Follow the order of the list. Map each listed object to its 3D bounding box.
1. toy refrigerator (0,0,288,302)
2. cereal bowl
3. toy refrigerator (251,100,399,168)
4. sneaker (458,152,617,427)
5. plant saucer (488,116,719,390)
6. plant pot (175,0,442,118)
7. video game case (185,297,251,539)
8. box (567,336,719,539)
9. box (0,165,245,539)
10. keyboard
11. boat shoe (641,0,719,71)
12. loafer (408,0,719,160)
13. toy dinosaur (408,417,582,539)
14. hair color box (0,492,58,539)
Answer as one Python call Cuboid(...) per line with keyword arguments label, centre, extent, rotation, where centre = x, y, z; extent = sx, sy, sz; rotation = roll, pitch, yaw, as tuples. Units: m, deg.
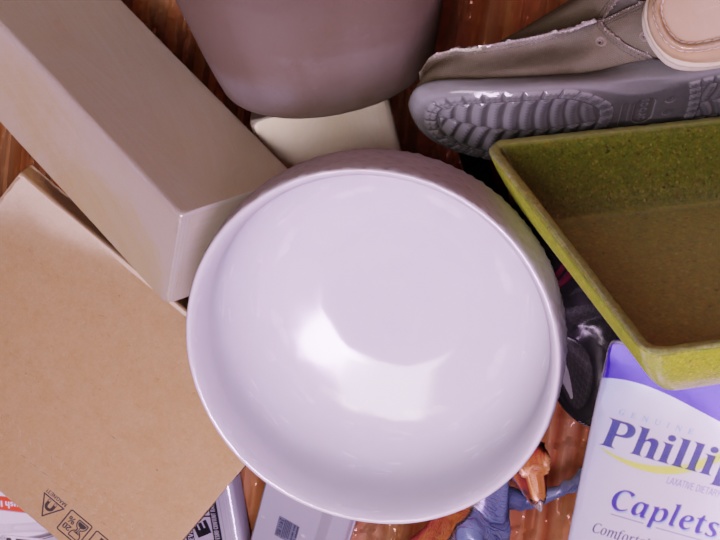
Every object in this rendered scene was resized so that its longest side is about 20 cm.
Cuboid(label="toy refrigerator", centre=(-0.126, -0.072, 1.531), extent=(0.200, 0.076, 0.070), rotation=(45, 140, 33))
Cuboid(label="cereal bowl", centre=(0.013, 0.026, 1.463), extent=(0.200, 0.083, 0.200), rotation=(4, 113, 10))
Cuboid(label="toy refrigerator", centre=(0.000, 0.000, 1.554), extent=(0.076, 0.070, 0.200), rotation=(-14, 101, 2))
Cuboid(label="sneaker", centre=(0.092, -0.004, 1.517), extent=(0.077, 0.084, 0.200), rotation=(-17, 95, 50))
Cuboid(label="plant saucer", centre=(0.187, -0.006, 1.400), extent=(0.199, 0.200, 0.048), rotation=(-7, 124, -19))
Cuboid(label="plant pot", centre=(-0.029, -0.182, 1.474), extent=(0.200, 0.200, 0.174), rotation=(0, 122, 19))
Cuboid(label="video game case", centre=(-0.165, 0.080, 1.671), extent=(0.182, 0.022, 0.200), rotation=(-4, 105, 19))
Cuboid(label="box", centre=(0.183, 0.113, 1.474), extent=(0.105, 0.184, 0.200), rotation=(15, 110, 15))
Cuboid(label="box", centre=(-0.155, 0.065, 1.572), extent=(0.200, 0.021, 0.164), rotation=(40, 111, 0))
Cuboid(label="keyboard", centre=(-0.034, 0.150, 1.597), extent=(0.056, 0.011, 0.200), rotation=(33, 146, 12))
Cuboid(label="boat shoe", centre=(0.230, -0.168, 1.407), extent=(0.200, 0.069, 0.074), rotation=(-30, 79, 2))
Cuboid(label="loafer", centre=(0.118, -0.108, 1.467), extent=(0.200, 0.075, 0.070), rotation=(-7, 64, -15))
Cuboid(label="toy dinosaur", centre=(0.057, 0.156, 1.545), extent=(0.200, 0.105, 0.182), rotation=(-6, 124, 5))
Cuboid(label="hair color box", centre=(-0.187, 0.070, 1.629), extent=(0.111, 0.064, 0.200), rotation=(5, 106, 15))
